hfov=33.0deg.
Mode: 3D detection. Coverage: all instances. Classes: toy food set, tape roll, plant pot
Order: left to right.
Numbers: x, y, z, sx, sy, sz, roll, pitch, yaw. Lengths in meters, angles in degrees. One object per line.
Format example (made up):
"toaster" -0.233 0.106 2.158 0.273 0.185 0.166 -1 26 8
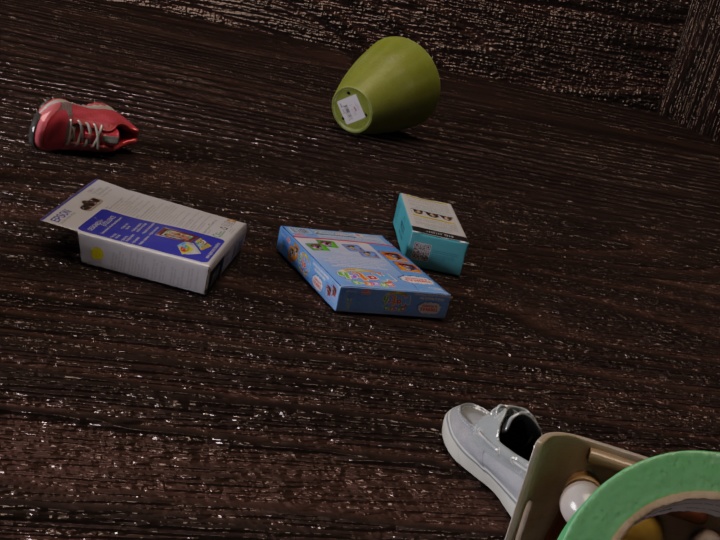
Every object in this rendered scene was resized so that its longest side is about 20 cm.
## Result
"plant pot" 0.032 -0.345 2.410 0.186 0.189 0.200 22 34 22
"toy food set" 0.195 0.208 0.829 0.198 0.145 0.060 17 13 8
"tape roll" 0.212 0.215 0.754 0.198 0.202 0.048 16 -19 6

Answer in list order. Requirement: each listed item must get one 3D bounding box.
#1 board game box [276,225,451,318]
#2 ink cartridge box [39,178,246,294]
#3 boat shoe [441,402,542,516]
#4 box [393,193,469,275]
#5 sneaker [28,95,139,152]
"board game box" 0.000 0.000 1.503 0.150 0.037 0.200 5 19 -27
"ink cartridge box" -0.249 -0.041 1.424 0.198 0.047 0.198 14 19 3
"boat shoe" 0.137 0.157 1.068 0.069 0.072 0.201 6 19 -26
"box" 0.097 -0.054 1.725 0.081 0.050 0.200 12 18 -7
"sneaker" -0.395 -0.206 1.765 0.086 0.074 0.200 23 19 21
